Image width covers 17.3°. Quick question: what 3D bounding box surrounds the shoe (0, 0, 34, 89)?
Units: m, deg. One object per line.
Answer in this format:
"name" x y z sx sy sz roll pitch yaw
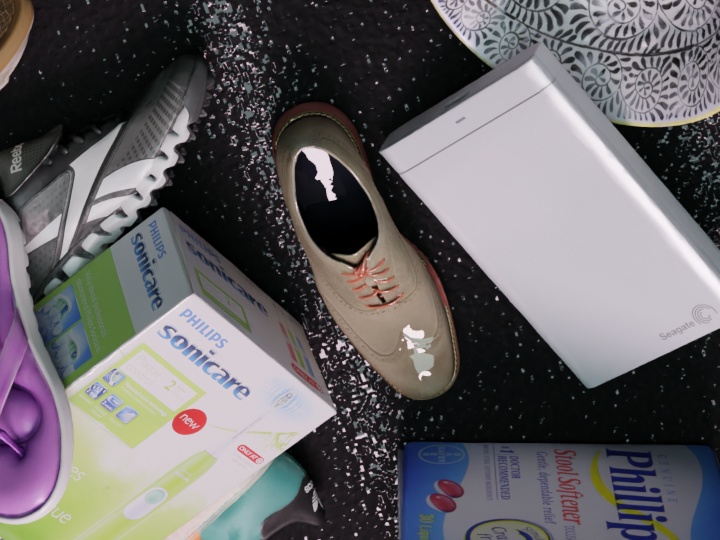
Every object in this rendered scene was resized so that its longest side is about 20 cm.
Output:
"shoe" -0.266 -0.097 1.395 0.200 0.053 0.070 -42 72 10

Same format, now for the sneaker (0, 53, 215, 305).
"sneaker" -0.166 -0.057 1.394 0.090 0.066 0.200 34 109 -13

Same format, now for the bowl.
"bowl" 0.139 -0.180 1.313 0.200 0.094 0.201 22 151 12

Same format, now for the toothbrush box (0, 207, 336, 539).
"toothbrush box" -0.141 0.080 1.405 0.200 0.086 0.146 -37 132 11

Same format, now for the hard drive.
"hard drive" 0.121 -0.028 1.391 0.132 0.027 0.200 -29 109 41

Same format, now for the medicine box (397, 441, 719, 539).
"medicine box" 0.122 0.184 1.413 0.199 0.182 0.103 0 110 1

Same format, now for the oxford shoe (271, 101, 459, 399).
"oxford shoe" 0.000 0.000 1.406 0.070 0.075 0.200 -27 107 9

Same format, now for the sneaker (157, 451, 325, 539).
"sneaker" -0.107 0.191 1.478 0.200 0.071 0.080 -44 99 13

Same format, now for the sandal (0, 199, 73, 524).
"sandal" -0.218 0.049 1.332 0.082 0.050 0.203 -27 64 21
